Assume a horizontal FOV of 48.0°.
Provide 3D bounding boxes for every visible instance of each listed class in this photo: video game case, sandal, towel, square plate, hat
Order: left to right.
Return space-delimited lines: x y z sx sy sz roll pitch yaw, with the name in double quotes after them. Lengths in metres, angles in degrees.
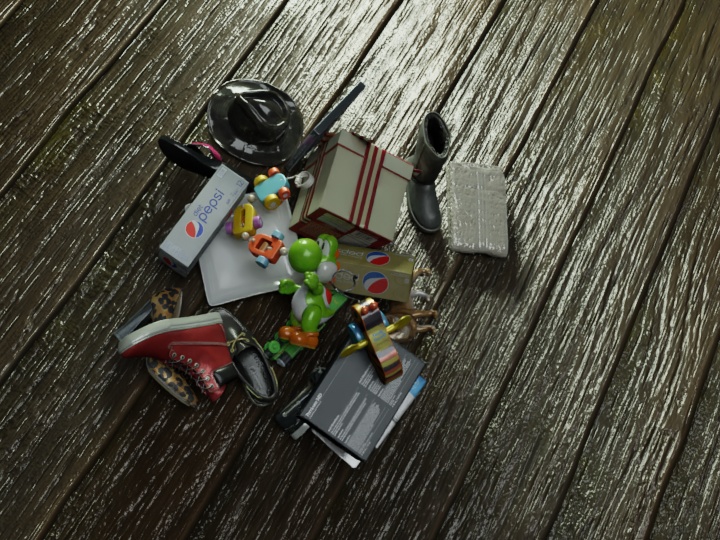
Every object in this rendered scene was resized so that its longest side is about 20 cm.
-0.288 -0.208 1.530 0.198 0.075 0.046 24 69 -17 "sandal"
-0.214 -0.046 1.524 0.197 0.028 0.201 -12 78 -20 "square plate"
-0.200 -0.305 1.579 0.198 0.081 0.204 5 73 -15 "hat"
-0.071 -0.271 1.543 0.019 0.200 0.143 43 66 -8 "video game case"
0.242 -0.129 1.688 0.131 0.034 0.203 5 73 -14 "towel"

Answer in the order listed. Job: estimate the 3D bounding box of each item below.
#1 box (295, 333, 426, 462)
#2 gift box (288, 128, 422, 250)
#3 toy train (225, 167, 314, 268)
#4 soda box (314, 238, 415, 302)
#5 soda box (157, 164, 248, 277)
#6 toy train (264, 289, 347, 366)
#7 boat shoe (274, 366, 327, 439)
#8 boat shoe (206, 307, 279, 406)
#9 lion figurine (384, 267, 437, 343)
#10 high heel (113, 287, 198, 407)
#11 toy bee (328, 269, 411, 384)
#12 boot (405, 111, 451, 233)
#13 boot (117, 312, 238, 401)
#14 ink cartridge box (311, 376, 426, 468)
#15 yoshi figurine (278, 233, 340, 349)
0.000 0.207 1.407 0.140 0.079 0.201 36 75 -5 "box"
-0.005 -0.149 1.521 0.183 0.199 0.189 25 67 -26 "gift box"
-0.161 -0.093 1.487 0.148 0.056 0.202 14 65 26 "toy train"
0.000 0.000 1.505 0.197 0.069 0.064 9 35 6 "soda box"
-0.284 -0.090 1.464 0.063 0.068 0.201 33 68 -4 "soda box"
-0.101 0.101 1.510 0.057 0.042 0.200 48 66 -10 "toy train"
-0.075 0.210 1.464 0.060 0.076 0.200 43 66 -7 "boat shoe"
-0.209 0.147 1.449 0.071 0.061 0.202 -32 85 -23 "boat shoe"
0.080 0.065 1.544 0.120 0.073 0.201 1 37 -5 "lion figurine"
-0.316 0.129 1.413 0.200 0.072 0.142 44 73 9 "high heel"
0.010 0.094 1.337 0.200 0.109 0.131 42 76 -1 "toy bee"
0.140 -0.187 1.582 0.072 0.200 0.184 -15 78 -20 "boot"
-0.297 0.156 1.347 0.198 0.072 0.146 -8 74 -44 "boot"
0.016 0.248 1.484 0.116 0.067 0.200 41 67 -1 "ink cartridge box"
-0.101 0.028 1.425 0.111 0.112 0.203 15 89 14 "yoshi figurine"
